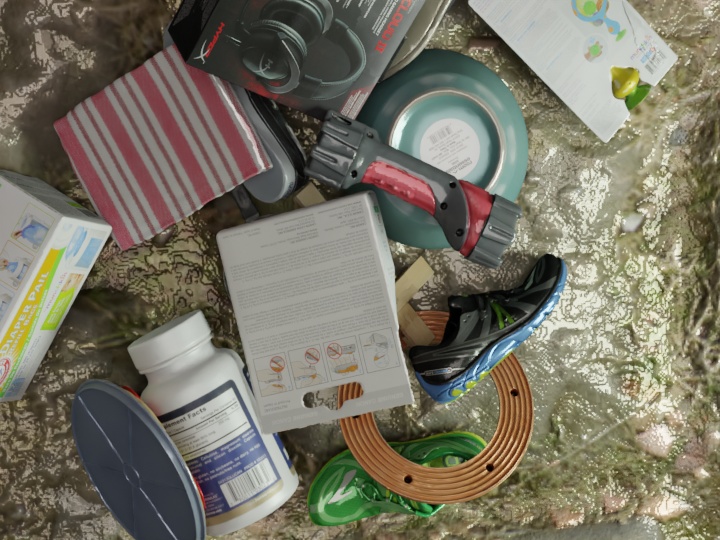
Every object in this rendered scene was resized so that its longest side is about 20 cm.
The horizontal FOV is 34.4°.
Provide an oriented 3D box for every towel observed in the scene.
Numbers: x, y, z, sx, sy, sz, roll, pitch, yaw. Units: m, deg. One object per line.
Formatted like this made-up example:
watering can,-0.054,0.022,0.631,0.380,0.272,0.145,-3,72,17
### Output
towel,-0.192,-0.122,1.121,0.198,0.030,0.148,-26,96,24

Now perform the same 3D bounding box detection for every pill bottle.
pill bottle,-0.149,0.147,1.145,0.110,0.111,0.202,-25,96,-1

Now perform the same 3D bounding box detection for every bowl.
bowl,0.076,-0.118,1.136,0.197,0.105,0.204,0,96,-2

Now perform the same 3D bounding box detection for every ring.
ring,0.075,0.135,1.161,0.197,0.019,0.203,1,63,-2

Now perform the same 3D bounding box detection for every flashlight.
flashlight,0.046,-0.069,1.055,0.198,0.068,0.068,23,123,-5

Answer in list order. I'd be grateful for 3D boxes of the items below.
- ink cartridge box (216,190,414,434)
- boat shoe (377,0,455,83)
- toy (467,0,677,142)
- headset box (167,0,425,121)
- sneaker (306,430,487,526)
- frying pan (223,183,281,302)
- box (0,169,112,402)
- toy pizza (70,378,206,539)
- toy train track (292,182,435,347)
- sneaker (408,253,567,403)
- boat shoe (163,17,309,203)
ink cartridge box,-0.040,0.040,1.116,0.159,0.050,0.203,-13,93,15
boat shoe,0.056,-0.256,1.128,0.072,0.063,0.201,41,99,10
toy,0.209,-0.238,1.161,0.200,0.047,0.115,42,89,-10
headset box,-0.048,-0.226,1.039,0.198,0.077,0.150,20,114,-34
sneaker,0.039,0.211,1.176,0.197,0.084,0.075,-17,97,-1
frying pan,-0.109,-0.024,1.169,0.190,0.031,0.115,41,89,-4
box,-0.343,0.017,1.109,0.101,0.112,0.202,30,94,12
toy pizza,-0.210,0.191,1.127,0.032,0.199,0.202,-32,98,-38
toy train track,0.000,0.000,1.168,0.115,0.032,0.201,-44,100,-27
sneaker,0.129,0.045,1.156,0.199,0.071,0.083,-39,83,-16
boat shoe,-0.115,-0.162,1.129,0.073,0.068,0.200,-40,86,36
